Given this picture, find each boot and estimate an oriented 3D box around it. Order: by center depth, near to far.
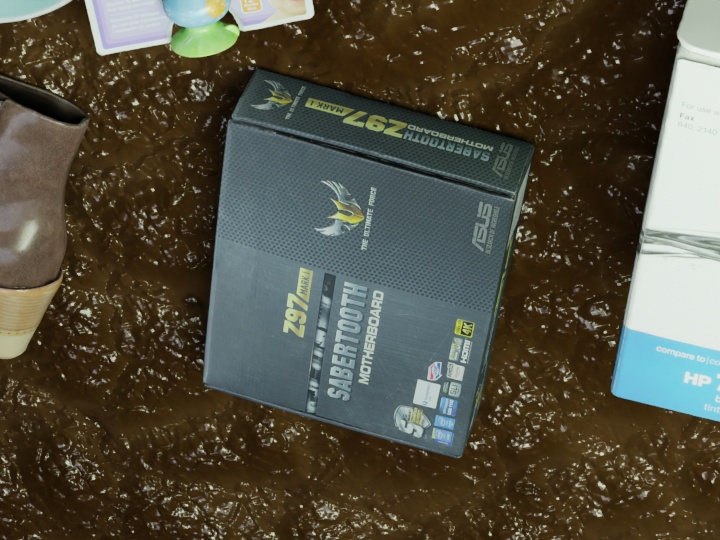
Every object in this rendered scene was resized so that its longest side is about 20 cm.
[{"bbox_3d":[-0.256,-0.051,1.302,0.199,0.072,0.167,19,119,5],"label":"boot"}]

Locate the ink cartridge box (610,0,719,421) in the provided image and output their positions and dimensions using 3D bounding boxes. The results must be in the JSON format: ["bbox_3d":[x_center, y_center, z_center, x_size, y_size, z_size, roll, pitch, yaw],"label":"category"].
[{"bbox_3d":[0.182,-0.050,1.082,0.085,0.147,0.201,14,131,9],"label":"ink cartridge box"}]

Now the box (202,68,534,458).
[{"bbox_3d":[0.000,0.000,1.249,0.157,0.051,0.201,17,131,7],"label":"box"}]

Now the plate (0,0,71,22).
[{"bbox_3d":[-0.209,-0.217,1.165,0.199,0.026,0.201,10,129,12],"label":"plate"}]

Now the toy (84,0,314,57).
[{"bbox_3d":[-0.091,-0.190,1.112,0.114,0.047,0.201,-10,129,0],"label":"toy"}]
